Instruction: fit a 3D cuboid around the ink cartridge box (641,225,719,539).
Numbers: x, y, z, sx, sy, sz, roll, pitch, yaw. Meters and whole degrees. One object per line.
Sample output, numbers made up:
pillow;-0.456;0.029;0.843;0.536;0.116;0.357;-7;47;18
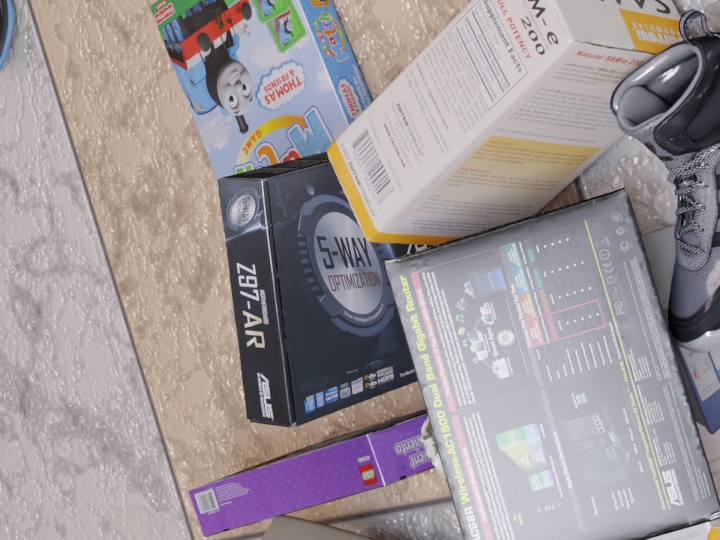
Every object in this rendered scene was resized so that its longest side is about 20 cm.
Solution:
ink cartridge box;0.162;0.090;1.299;0.145;0.087;0.201;-25;83;46

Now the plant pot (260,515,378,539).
plant pot;0.009;0.309;1.421;0.176;0.200;0.201;-1;122;26

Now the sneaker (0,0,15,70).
sneaker;-0.348;-0.248;1.696;0.071;0.082;0.201;-25;85;45

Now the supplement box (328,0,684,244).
supplement box;0.092;-0.101;1.253;0.200;0.126;0.074;-43;60;35

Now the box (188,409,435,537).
box;-0.008;0.136;1.441;0.200;0.136;0.039;-22;86;46

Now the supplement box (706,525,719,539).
supplement box;0.225;0.263;1.198;0.073;0.126;0.201;17;83;38

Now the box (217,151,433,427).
box;0.000;0.000;1.349;0.043;0.199;0.161;4;104;43

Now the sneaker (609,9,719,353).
sneaker;0.191;-0.054;1.183;0.075;0.113;0.201;41;117;60

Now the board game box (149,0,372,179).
board game box;-0.065;-0.133;1.488;0.151;0.036;0.201;-27;84;45

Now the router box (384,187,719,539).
router box;0.113;0.069;1.199;0.149;0.062;0.201;-16;86;7

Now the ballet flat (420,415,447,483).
ballet flat;0.114;0.157;1.271;0.200;0.072;0.072;49;130;25
